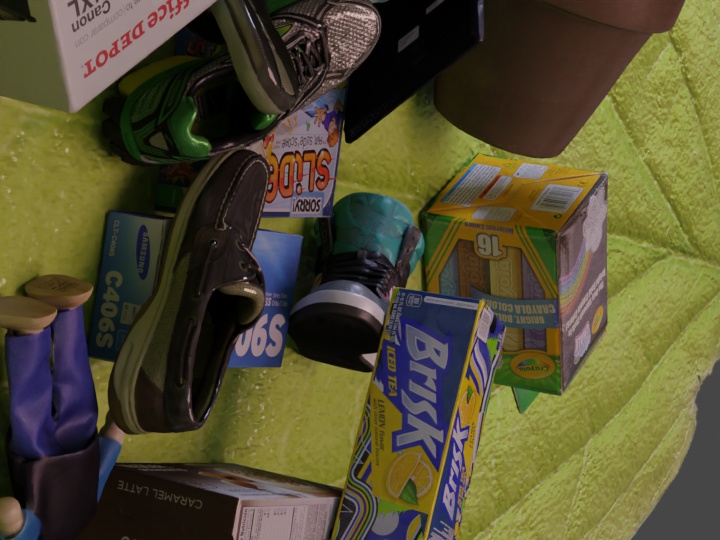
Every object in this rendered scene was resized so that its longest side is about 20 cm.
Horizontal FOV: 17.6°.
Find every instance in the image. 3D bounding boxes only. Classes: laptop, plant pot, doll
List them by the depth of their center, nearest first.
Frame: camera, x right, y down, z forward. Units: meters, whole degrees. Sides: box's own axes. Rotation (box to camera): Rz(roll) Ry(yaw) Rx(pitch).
[{"bbox_3d":[-0.180,0.106,1.385,0.136,0.048,0.200,-35,130,-57],"label":"doll"},{"bbox_3d":[0.075,-0.200,1.648,0.103,0.177,0.200,14,62,-27],"label":"laptop"},{"bbox_3d":[0.138,-0.190,1.849,0.200,0.200,0.175,-20,136,-63],"label":"plant pot"}]

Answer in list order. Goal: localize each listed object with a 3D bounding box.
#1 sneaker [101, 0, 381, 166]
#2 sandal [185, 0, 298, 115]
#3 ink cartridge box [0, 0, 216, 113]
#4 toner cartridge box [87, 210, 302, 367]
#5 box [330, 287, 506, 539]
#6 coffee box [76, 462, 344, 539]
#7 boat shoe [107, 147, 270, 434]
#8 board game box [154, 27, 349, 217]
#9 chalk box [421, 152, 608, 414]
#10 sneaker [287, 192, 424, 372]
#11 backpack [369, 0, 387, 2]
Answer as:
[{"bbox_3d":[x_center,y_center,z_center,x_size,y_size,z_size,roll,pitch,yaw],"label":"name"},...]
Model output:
[{"bbox_3d":[-0.058,-0.114,1.443,0.200,0.085,0.078,-34,120,-31],"label":"sneaker"},{"bbox_3d":[-0.091,-0.162,1.384,0.080,0.057,0.201,46,17,-42],"label":"sandal"},{"bbox_3d":[-0.157,-0.208,1.248,0.146,0.083,0.200,-45,139,-41],"label":"ink cartridge box"},{"bbox_3d":[-0.105,0.015,1.524,0.200,0.043,0.095,4,94,-66],"label":"toner cartridge box"},{"bbox_3d":[0.039,0.117,1.579,0.064,0.070,0.200,47,54,-63],"label":"box"},{"bbox_3d":[-0.090,0.175,1.537,0.200,0.114,0.080,11,89,-65],"label":"coffee box"},{"bbox_3d":[-0.088,0.014,1.425,0.201,0.066,0.072,-68,153,-26],"label":"boat shoe"},{"bbox_3d":[-0.068,-0.104,1.570,0.200,0.034,0.136,-5,103,-65],"label":"board game box"},{"bbox_3d":[0.133,0.021,1.968,0.124,0.124,0.200,-47,142,-52],"label":"chalk box"},{"bbox_3d":[0.000,0.000,1.669,0.200,0.083,0.121,102,1,-79],"label":"sneaker"},{"bbox_3d":[-0.010,-0.270,1.510,0.127,0.167,0.200,-36,138,-24],"label":"backpack"}]
